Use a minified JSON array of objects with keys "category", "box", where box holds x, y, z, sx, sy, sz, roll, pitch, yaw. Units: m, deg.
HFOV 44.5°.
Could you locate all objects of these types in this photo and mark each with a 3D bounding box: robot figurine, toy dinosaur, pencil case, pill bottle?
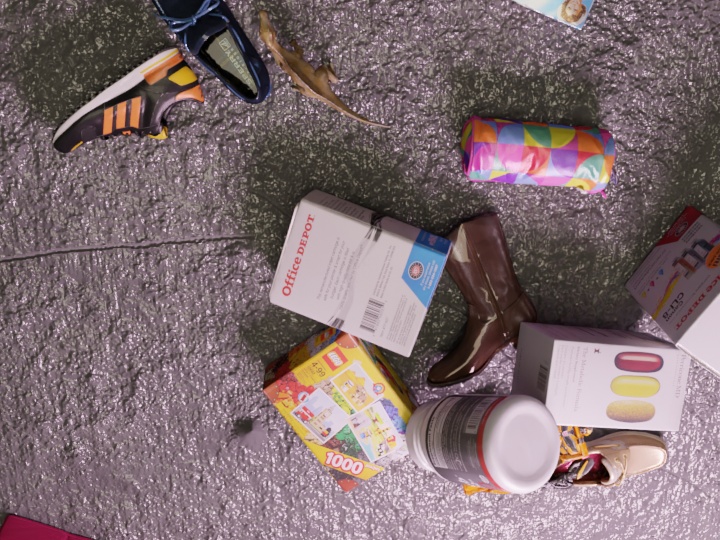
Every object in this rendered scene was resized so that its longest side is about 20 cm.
[{"category":"robot figurine","box":[0.231,0.246,1.242,0.198,0.058,0.147,-16,78,6]},{"category":"toy dinosaur","box":[-0.057,-0.226,1.059,0.199,0.101,0.058,40,104,-15]},{"category":"pencil case","box":[0.225,-0.144,1.114,0.197,0.089,0.089,7,110,-3]},{"category":"pill bottle","box":[0.149,0.216,1.123,0.115,0.199,0.118,4,82,-28]}]

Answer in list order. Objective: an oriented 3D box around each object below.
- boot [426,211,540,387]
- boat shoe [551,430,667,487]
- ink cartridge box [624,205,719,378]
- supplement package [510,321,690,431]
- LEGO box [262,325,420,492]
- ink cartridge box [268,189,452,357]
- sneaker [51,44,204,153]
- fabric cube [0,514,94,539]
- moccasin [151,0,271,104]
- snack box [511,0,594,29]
[{"category":"boot","box":[0.134,0.037,1.186,0.185,0.064,0.201,-30,113,-5]},{"category":"boat shoe","box":[0.356,0.285,1.285,0.197,0.069,0.075,-7,111,0]},{"category":"ink cartridge box","box":[0.464,0.038,1.128,0.144,0.200,0.146,32,106,-14]},{"category":"supplement package","box":[0.315,0.139,1.164,0.197,0.109,0.115,5,98,-14]},{"category":"LEGO box","box":[-0.019,0.184,1.227,0.148,0.077,0.201,-34,108,10]},{"category":"ink cartridge box","box":[0.000,0.000,1.135,0.198,0.084,0.147,22,109,5]},{"category":"sneaker","box":[-0.284,-0.187,1.081,0.199,0.070,0.090,-34,105,8]},{"category":"fabric cube","box":[-0.472,0.514,1.266,0.198,0.200,0.198,20,110,-10]},{"category":"moccasin","box":[-0.175,-0.286,1.050,0.080,0.068,0.200,-43,106,13]},{"category":"snack box","box":[0.196,-0.380,1.047,0.198,0.037,0.117,19,109,-9]}]
